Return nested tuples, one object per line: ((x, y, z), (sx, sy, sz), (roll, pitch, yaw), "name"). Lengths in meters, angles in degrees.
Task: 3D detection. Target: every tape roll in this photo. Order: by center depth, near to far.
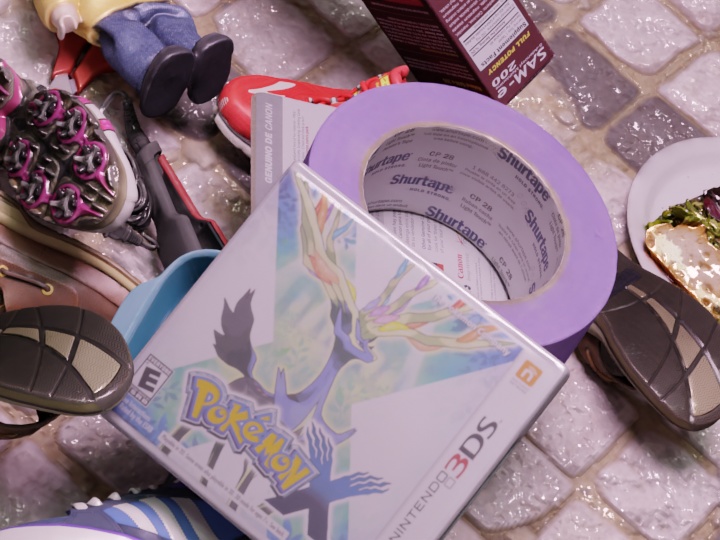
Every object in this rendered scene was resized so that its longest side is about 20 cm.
((0.048, -0.011, 1.534), (0.198, 0.085, 0.201), (13, 49, -16), "tape roll")

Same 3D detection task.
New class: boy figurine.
((-0.162, -0.189, 1.703), (0.124, 0.065, 0.200), (-17, 55, -34), "boy figurine")

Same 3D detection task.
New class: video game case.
((-0.016, 0.067, 1.415), (0.200, 0.022, 0.183), (37, 84, 15), "video game case")

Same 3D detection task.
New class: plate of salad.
((0.281, -0.022, 1.778), (0.198, 0.048, 0.201), (11, 49, -13), "plate of salad")

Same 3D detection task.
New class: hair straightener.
((-0.130, -0.040, 1.617), (0.077, 0.041, 0.201), (6, 46, -43), "hair straightener")

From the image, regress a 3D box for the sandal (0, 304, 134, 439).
((-0.204, 0.063, 1.457), (0.200, 0.058, 0.080), (-1, 32, 38), "sandal")

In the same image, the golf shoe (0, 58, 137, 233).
((-0.177, -0.071, 1.558), (0.092, 0.073, 0.200), (27, 7, -39), "golf shoe")

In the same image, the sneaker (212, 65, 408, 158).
((0.001, -0.107, 1.708), (0.198, 0.085, 0.077), (10, 49, -14), "sneaker")

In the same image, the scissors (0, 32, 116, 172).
((-0.190, -0.120, 1.690), (0.073, 0.014, 0.201), (20, 47, -8), "scissors")

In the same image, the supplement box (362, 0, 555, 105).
((0.036, -0.207, 1.718), (0.061, 0.109, 0.200), (-43, 118, -14), "supplement box")

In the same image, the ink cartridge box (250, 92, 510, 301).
((0.000, 0.000, 1.618), (0.174, 0.084, 0.201), (13, 49, -16), "ink cartridge box")

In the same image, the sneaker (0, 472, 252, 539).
((-0.117, 0.147, 1.472), (0.198, 0.081, 0.147), (6, 35, -4), "sneaker")

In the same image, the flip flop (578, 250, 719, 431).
((0.170, 0.039, 1.684), (0.081, 0.058, 0.200), (-27, 51, -31), "flip flop")

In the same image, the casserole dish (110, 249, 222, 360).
((-0.051, 0.071, 1.451), (0.199, 0.039, 0.122), (27, 79, 12), "casserole dish")

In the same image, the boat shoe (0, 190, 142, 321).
((-0.194, 0.009, 1.556), (0.199, 0.072, 0.068), (31, 81, -6), "boat shoe")
